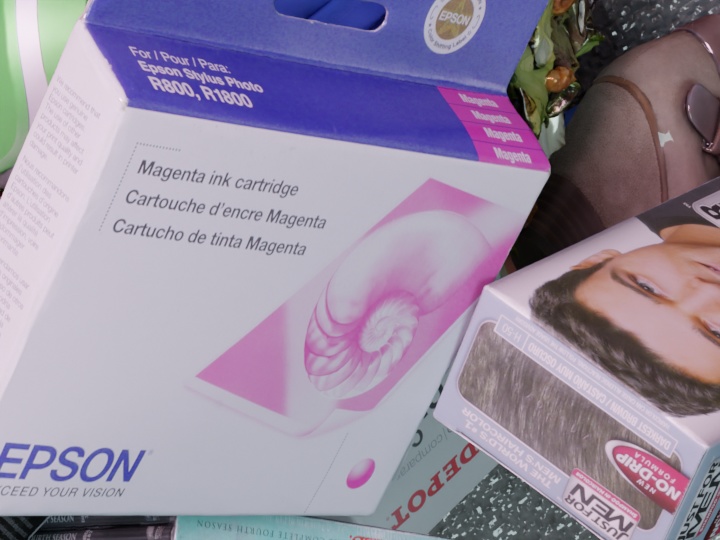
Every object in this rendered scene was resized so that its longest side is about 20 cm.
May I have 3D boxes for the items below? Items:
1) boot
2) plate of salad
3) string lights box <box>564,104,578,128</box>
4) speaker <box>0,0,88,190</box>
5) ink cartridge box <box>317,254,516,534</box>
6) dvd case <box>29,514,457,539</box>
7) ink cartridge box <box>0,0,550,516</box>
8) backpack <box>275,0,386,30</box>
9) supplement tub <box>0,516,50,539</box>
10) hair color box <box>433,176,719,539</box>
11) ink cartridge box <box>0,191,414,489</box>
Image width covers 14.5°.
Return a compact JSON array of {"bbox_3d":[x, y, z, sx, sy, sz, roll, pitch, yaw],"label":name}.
[{"bbox_3d":[0.137,-0.001,1.172,0.146,0.070,0.200,-42,131,-25],"label":"boot"},{"bbox_3d":[0.057,-0.064,1.044,0.200,0.048,0.200,-57,161,-32],"label":"plate of salad"},{"bbox_3d":[0.172,-0.052,1.250,0.200,0.059,0.103,-30,123,-11],"label":"string lights box"},{"bbox_3d":[-0.170,-0.062,0.910,0.200,0.088,0.089,-7,123,12],"label":"speaker"},{"bbox_3d":[0.000,0.000,1.148,0.145,0.083,0.200,-41,130,-28],"label":"ink cartridge box"},{"bbox_3d":[-0.075,0.106,1.066,0.146,0.200,0.022,13,77,-41],"label":"dvd case"},{"bbox_3d":[-0.030,-0.011,0.908,0.196,0.043,0.200,5,118,-46],"label":"ink cartridge box"},{"bbox_3d":[-0.029,-0.160,1.001,0.168,0.200,0.163,36,94,-36],"label":"backpack"},{"bbox_3d":[-0.179,0.073,0.973,0.200,0.123,0.123,-45,127,-8],"label":"supplement tub"},{"bbox_3d":[0.128,0.029,1.027,0.200,0.099,0.061,-24,143,-49],"label":"hair color box"},{"bbox_3d":[-0.089,0.005,1.035,0.200,0.161,0.050,57,42,-38],"label":"ink cartridge box"}]
